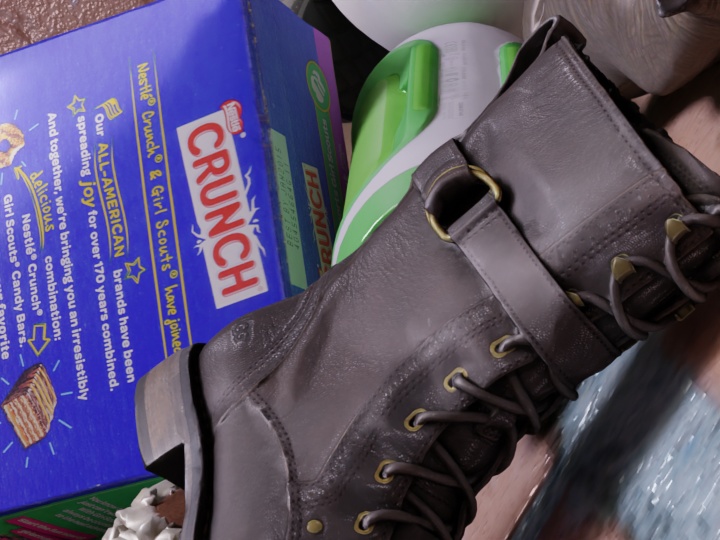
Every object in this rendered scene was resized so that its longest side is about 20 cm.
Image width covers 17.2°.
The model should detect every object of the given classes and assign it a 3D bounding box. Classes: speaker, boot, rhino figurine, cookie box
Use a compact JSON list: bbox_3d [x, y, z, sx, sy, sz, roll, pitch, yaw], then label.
[{"bbox_3d":[0.035,-0.024,0.795,0.089,0.088,0.200,-58,8,18],"label":"speaker"},{"bbox_3d":[0.031,0.035,0.618,0.174,0.069,0.200,-38,46,13],"label":"boot"},{"bbox_3d":[0.098,-0.096,0.736,0.200,0.060,0.088,180,106,-79],"label":"rhino figurine"},{"bbox_3d":[-0.101,0.009,0.856,0.200,0.075,0.171,-15,71,22],"label":"cookie box"},{"bbox_3d":[-0.039,-0.095,1.021,0.131,0.068,0.200,-19,17,20],"label":"boot"}]

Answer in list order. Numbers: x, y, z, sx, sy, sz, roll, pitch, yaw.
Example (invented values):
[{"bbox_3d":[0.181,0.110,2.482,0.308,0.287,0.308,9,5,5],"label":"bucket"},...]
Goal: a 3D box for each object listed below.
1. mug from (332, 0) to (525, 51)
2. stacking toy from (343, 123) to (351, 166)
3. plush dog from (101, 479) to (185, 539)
[{"bbox_3d":[0.055,-0.168,0.916,0.153,0.149,0.187,-56,20,32],"label":"mug"},{"bbox_3d":[0.042,-0.110,1.131,0.085,0.085,0.200,-53,4,44],"label":"stacking toy"},{"bbox_3d":[-0.091,0.157,0.818,0.200,0.161,0.172,-16,0,6],"label":"plush dog"}]
